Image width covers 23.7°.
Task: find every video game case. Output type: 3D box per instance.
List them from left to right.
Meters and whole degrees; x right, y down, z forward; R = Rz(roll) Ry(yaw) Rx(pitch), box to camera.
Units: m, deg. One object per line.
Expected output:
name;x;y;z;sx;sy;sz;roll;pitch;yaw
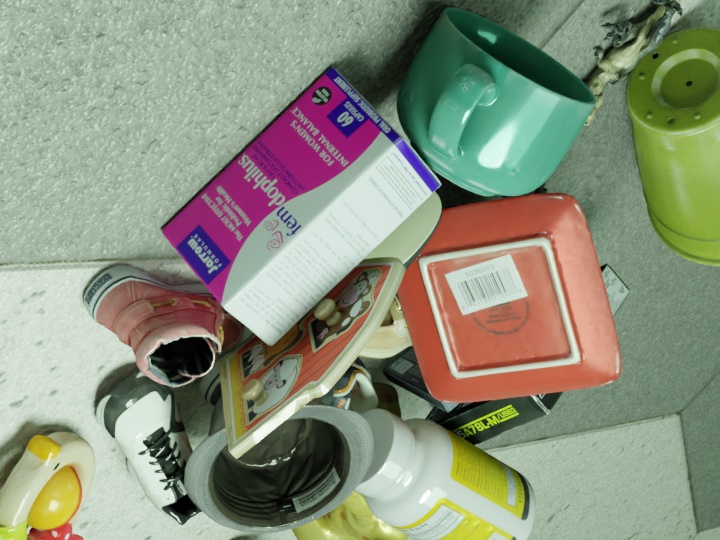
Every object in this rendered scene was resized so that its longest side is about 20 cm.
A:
video game case;0.129;0.060;1.758;0.200;0.143;0.019;-38;112;-13

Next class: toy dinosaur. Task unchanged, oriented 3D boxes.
toy dinosaur;0.272;-0.227;1.649;0.200;0.047;0.088;-44;165;-1

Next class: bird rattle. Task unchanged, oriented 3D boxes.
bird rattle;-0.280;0.221;1.506;0.164;0.112;0.200;-60;153;-2

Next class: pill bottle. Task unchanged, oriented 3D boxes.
pill bottle;0.073;0.214;1.707;0.200;0.111;0.111;33;103;-35

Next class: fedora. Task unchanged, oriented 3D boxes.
fedora;-0.080;0.152;1.569;0.176;0.091;0.201;-16;140;-4

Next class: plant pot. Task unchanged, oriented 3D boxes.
plant pot;0.359;-0.140;1.746;0.200;0.200;0.193;-42;139;-2

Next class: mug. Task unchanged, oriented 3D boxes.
mug;0.095;-0.136;1.441;0.184;0.152;0.115;13;117;-42

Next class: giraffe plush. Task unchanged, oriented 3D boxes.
giraffe plush;-0.017;0.237;1.810;0.162;0.201;0.172;-22;-175;40

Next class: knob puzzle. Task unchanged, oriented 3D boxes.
knob puzzle;-0.046;0.050;1.462;0.220;0.220;0.030;-43;110;0

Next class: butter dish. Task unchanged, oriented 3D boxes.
butter dish;0.147;0.007;1.645;0.148;0.199;0.201;-56;133;-59

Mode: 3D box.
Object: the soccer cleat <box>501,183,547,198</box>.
soccer cleat;0.126;-0.103;1.623;0.073;0.069;0.200;-25;153;8

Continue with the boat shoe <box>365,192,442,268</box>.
boat shoe;-0.002;-0.002;1.580;0.201;0.074;0.063;-44;155;7

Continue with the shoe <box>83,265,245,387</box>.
shoe;-0.146;0.058;1.457;0.072;0.091;0.200;-49;150;11

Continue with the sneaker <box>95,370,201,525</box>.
sneaker;-0.181;0.161;1.563;0.073;0.080;0.200;-34;148;-12

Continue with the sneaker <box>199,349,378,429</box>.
sneaker;-0.060;0.113;1.649;0.199;0.079;0.079;-5;135;-46

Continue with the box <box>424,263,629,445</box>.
box;0.167;0.096;1.782;0.193;0.048;0.200;-28;-163;51

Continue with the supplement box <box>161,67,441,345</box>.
supplement box;-0.049;-0.051;1.426;0.200;0.101;0.103;-44;150;1

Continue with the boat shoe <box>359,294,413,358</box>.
boat shoe;0.034;0.037;1.683;0.199;0.074;0.070;-6;123;-50
